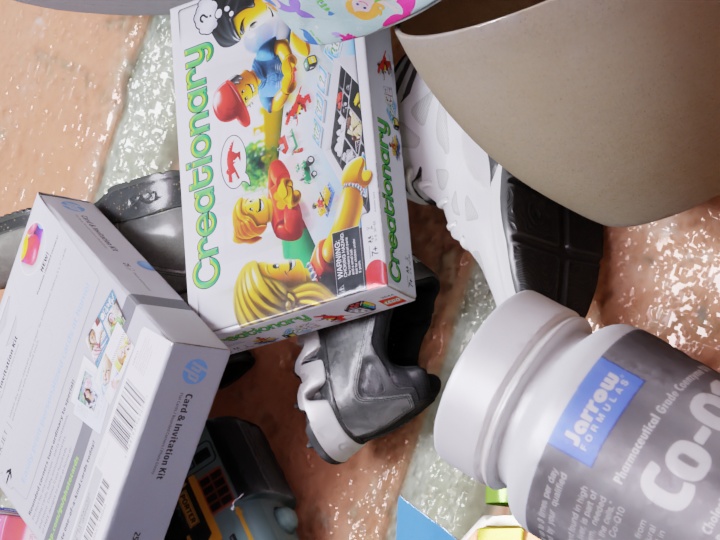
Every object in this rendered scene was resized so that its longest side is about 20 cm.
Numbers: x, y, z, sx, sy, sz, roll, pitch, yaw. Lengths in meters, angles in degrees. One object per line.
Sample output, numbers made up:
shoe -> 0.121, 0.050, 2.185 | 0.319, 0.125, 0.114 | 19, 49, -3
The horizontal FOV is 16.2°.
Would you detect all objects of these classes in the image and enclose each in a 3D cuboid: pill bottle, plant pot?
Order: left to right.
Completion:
plant pot -> 0.134, -0.102, 1.253 | 0.199, 0.200, 0.135 | -15, 109, 33
pill bottle -> 0.142, 0.096, 1.213 | 0.199, 0.114, 0.114 | 29, 99, 22

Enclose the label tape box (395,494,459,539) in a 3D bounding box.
label tape box -> 0.067, 0.223, 1.211 | 0.200, 0.063, 0.145 | 33, 137, 31

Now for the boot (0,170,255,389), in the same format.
boot -> -0.155, 0.023, 1.503 | 0.199, 0.068, 0.132 | -14, 79, 35

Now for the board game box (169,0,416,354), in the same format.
board game box -> -0.039, -0.066, 1.371 | 0.126, 0.035, 0.201 | -17, 67, 28

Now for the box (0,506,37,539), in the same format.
box -> -0.200, 0.241, 1.474 | 0.099, 0.095, 0.201 | 4, 84, 38

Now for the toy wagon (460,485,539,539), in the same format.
toy wagon -> 0.122, 0.186, 1.282 | 0.199, 0.039, 0.156 | -4, 80, 36

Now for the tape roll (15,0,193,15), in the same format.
tape roll -> -0.130, -0.203, 1.436 | 0.199, 0.200, 0.067 | -9, 78, 35

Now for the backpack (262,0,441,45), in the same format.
backpack -> 0.005, -0.219, 1.265 | 0.177, 0.150, 0.201 | -15, 50, 42

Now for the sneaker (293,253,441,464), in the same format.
sneaker -> 0.000, 0.000, 1.393 | 0.090, 0.066, 0.201 | -20, 68, 22

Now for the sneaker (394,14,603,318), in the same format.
sneaker -> 0.060, -0.039, 1.359 | 0.115, 0.075, 0.202 | -29, 58, 38

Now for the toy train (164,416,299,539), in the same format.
toy train -> -0.075, 0.178, 1.407 | 0.114, 0.085, 0.201 | -35, 63, 16

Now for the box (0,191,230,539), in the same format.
box -> -0.152, 0.068, 1.403 | 0.200, 0.041, 0.157 | 41, 115, 52
